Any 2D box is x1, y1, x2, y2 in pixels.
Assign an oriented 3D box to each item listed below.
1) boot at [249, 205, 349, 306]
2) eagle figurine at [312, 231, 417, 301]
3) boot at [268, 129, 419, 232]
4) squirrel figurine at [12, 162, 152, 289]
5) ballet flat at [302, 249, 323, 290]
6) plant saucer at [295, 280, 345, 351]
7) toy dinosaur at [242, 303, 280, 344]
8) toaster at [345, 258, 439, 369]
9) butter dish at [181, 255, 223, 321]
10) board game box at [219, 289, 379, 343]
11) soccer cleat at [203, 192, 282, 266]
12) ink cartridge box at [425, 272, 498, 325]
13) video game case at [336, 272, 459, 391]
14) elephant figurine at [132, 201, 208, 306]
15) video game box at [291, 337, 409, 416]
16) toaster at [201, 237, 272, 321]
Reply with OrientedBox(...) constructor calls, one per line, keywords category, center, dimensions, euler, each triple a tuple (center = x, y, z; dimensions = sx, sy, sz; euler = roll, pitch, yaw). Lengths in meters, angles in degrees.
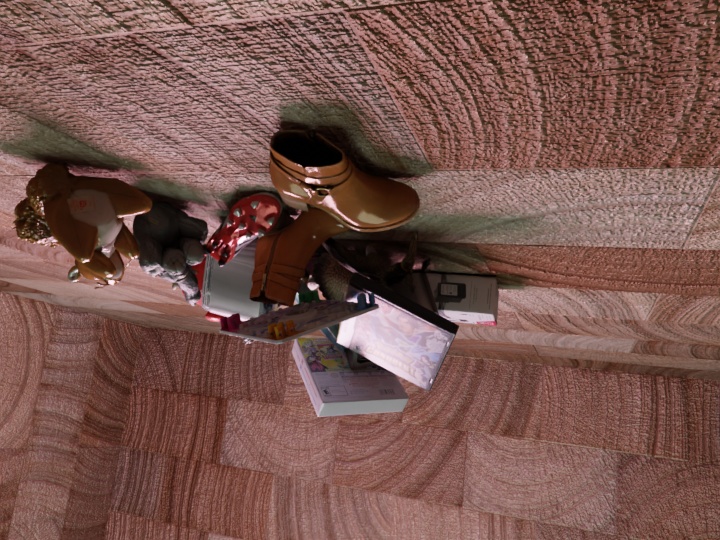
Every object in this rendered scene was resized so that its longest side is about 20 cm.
OrientedBox(category="boot", center=(-0.096, -0.020, 1.028), dimensions=(0.197, 0.158, 0.073), euler=(-5, 156, 43))
OrientedBox(category="eagle figurine", center=(0.000, -0.003, 1.149), dimensions=(0.195, 0.156, 0.151), euler=(2, -172, 0))
OrientedBox(category="boot", center=(-0.017, -0.116, 0.790), dimensions=(0.195, 0.078, 0.156), euler=(14, 164, 3))
OrientedBox(category="squirrel figurine", center=(-0.442, -0.065, 1.016), dimensions=(0.198, 0.143, 0.187), euler=(32, 149, 1))
OrientedBox(category="ballet flat", center=(-0.103, 0.009, 1.388), dimensions=(0.067, 0.073, 0.200), euler=(7, 168, -5))
OrientedBox(category="plant saucer", center=(-0.090, 0.078, 1.274), dimensions=(0.201, 0.027, 0.201), euler=(48, 170, 11))
OrientedBox(category="toy dinosaur", center=(-0.185, 0.091, 1.364), dimensions=(0.087, 0.202, 0.048), euler=(0, -140, -43))
OrientedBox(category="toaster", center=(0.057, 0.095, 1.277), dimensions=(0.176, 0.120, 0.203), euler=(-7, 137, -12))
OrientedBox(category="butter dish", center=(-0.333, 0.045, 1.511), dimensions=(0.197, 0.152, 0.197), euler=(-4, 163, 45))
OrientedBox(category="board game box", center=(-0.102, 0.069, 1.038), dimensions=(0.197, 0.027, 0.198), euler=(-17, -169, -37))
OrientedBox(category="soccer cleat", center=(-0.188, -0.081, 1.056), dimensions=(0.068, 0.086, 0.199), euler=(40, 133, -15))
OrientedBox(category="ink cartridge box", center=(0.203, 0.063, 1.420), dimensions=(0.195, 0.086, 0.145), euler=(4, 168, 16))
OrientedBox(category="video game case", center=(0.057, 0.111, 1.117), dimensions=(0.197, 0.026, 0.183), euler=(27, 139, 11))
OrientedBox(category="elephant figurine", center=(-0.349, -0.032, 1.153), dimensions=(0.138, 0.159, 0.200), euler=(4, 166, -18))
OrientedBox(category="video game box", center=(-0.024, 0.212, 1.310), dimensions=(0.196, 0.184, 0.047), euler=(4, 127, -29))
OrientedBox(category="toaster", center=(-0.222, 0.013, 1.205), dimensions=(0.126, 0.205, 0.114), euler=(11, -161, 0))
